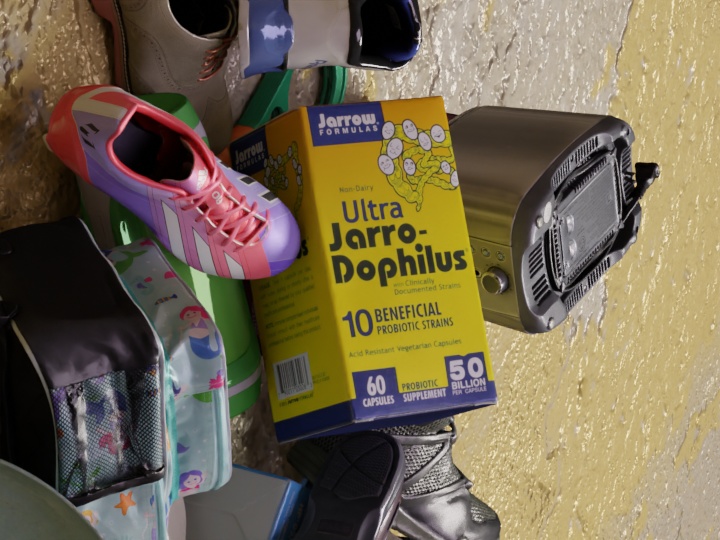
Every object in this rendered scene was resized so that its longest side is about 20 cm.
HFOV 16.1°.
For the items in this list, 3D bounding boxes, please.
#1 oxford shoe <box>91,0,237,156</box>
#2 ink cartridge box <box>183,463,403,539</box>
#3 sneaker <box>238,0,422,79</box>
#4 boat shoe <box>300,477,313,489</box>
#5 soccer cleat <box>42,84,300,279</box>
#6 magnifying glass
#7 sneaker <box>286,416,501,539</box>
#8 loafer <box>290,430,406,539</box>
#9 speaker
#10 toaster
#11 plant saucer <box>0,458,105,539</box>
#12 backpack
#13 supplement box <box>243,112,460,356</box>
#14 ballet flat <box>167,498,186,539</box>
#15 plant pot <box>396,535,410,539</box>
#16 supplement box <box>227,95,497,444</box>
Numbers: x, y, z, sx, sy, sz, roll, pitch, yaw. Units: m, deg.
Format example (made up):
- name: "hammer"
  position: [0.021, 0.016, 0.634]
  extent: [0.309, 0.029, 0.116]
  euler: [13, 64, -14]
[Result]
- name: "oxford shoe"
  position: [-0.111, -0.138, 1.593]
  extent: [0.071, 0.074, 0.200]
  euler: [-59, 146, -29]
- name: "ink cartridge box"
  position: [-0.061, 0.183, 1.738]
  extent: [0.200, 0.115, 0.068]
  euler: [35, 70, -59]
- name: "sneaker"
  position: [-0.017, -0.165, 1.643]
  extent: [0.199, 0.115, 0.081]
  euler: [-83, 177, -70]
- name: "boat shoe"
  position: [0.014, 0.129, 1.864]
  extent: [0.084, 0.069, 0.200]
  euler: [-29, 148, -45]
- name: "soccer cleat"
  position: [-0.099, -0.047, 1.497]
  extent: [0.200, 0.076, 0.067]
  euler: [35, 74, -38]
- name: "magnifying glass"
  position: [-0.067, -0.100, 1.745]
  extent: [0.200, 0.022, 0.080]
  euler: [-46, 139, -45]
- name: "sneaker"
  position: [0.049, 0.128, 1.771]
  extent: [0.199, 0.076, 0.114]
  euler: [33, 94, -39]
- name: "loafer"
  position: [-0.021, 0.195, 1.627]
  extent: [0.200, 0.072, 0.063]
  euler: [-59, 149, -33]
- name: "speaker"
  position: [-0.120, -0.005, 1.592]
  extent: [0.088, 0.088, 0.200]
  euler: [-37, 121, -49]
- name: "toaster"
  position: [0.106, -0.045, 1.746]
  extent: [0.200, 0.129, 0.114]
  euler: [-44, 136, -44]
- name: "plant saucer"
  position: [-0.216, 0.166, 1.422]
  extent: [0.039, 0.201, 0.201]
  euler: [-67, 154, -53]
- name: "backpack"
  position: [-0.160, 0.084, 1.488]
  extent: [0.150, 0.178, 0.200]
  euler: [-8, 119, -22]
- name: "supplement box"
  position: [0.002, -0.026, 1.809]
  extent: [0.200, 0.103, 0.131]
  euler: [-35, 129, -51]
- name: "ballet flat"
  position: [-0.149, 0.192, 1.632]
  extent: [0.069, 0.071, 0.200]
  euler: [0, 102, -61]
- name: "plant pot"
  position: [0.032, 0.310, 1.929]
  extent: [0.177, 0.199, 0.200]
  euler: [-65, 151, -43]
- name: "supplement box"
  position: [0.000, 0.000, 1.619]
  extent: [0.109, 0.110, 0.200]
  euler: [-7, 82, -29]
